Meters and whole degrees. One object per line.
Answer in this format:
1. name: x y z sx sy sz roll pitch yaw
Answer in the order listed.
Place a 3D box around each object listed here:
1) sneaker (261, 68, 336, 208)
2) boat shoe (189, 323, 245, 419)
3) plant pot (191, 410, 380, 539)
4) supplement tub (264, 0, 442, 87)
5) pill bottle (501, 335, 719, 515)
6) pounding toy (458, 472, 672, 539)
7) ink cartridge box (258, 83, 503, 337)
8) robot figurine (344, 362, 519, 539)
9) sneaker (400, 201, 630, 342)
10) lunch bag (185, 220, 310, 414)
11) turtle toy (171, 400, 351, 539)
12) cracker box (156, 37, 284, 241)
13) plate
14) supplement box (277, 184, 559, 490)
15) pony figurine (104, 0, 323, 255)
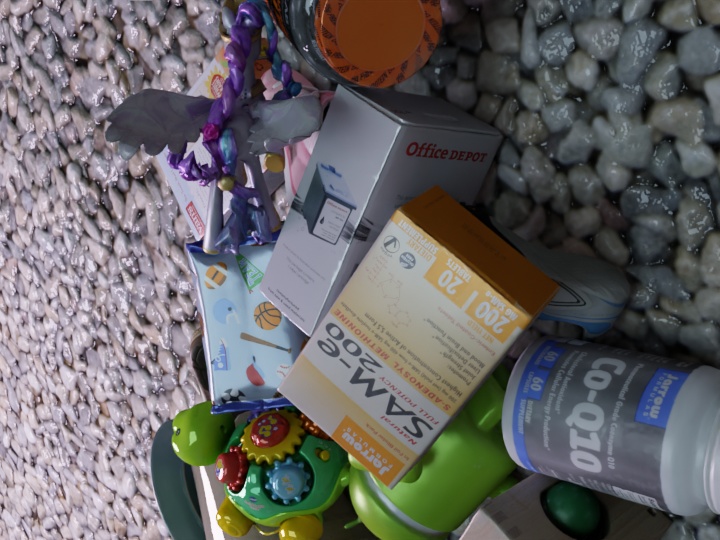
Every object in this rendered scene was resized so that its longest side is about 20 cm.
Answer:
1. sneaker: -0.040 -0.147 0.992 0.105 0.075 0.201 -60 36 41
2. boat shoe: -0.156 0.152 1.262 0.076 0.071 0.201 -121 20 -67
3. plant pot: -0.098 0.259 1.157 0.201 0.200 0.184 -50 56 43
4. supplement tub: -0.010 -0.225 0.863 0.200 0.122 0.123 -122 34 -59
5. pill bottle: 0.220 0.121 0.809 0.199 0.114 0.114 10 110 40
6. pounding toy: 0.163 0.255 0.865 0.142 0.184 0.201 44 131 26
7. ink cartridge box: 0.018 -0.049 0.913 0.086 0.146 0.201 36 114 34
8. robot figurine: 0.069 0.171 0.962 0.200 0.175 0.116 -50 50 18
9. sneaker: 0.118 0.002 0.851 0.199 0.072 0.073 23 118 -3
10. lunch bag: -0.090 0.038 1.057 0.123 0.200 0.171 -5 97 13
11. turtle toy: -0.096 0.182 1.038 0.199 0.146 0.101 6 136 27
12. cracker box: -0.141 -0.138 1.143 0.200 0.058 0.134 -38 75 45
13. plate: -0.177 0.264 1.241 0.025 0.200 0.201 -26 83 17
14. supplement box: 0.040 0.054 0.808 0.126 0.073 0.200 39 122 10
15. pony figurine: -0.106 -0.114 0.873 0.166 0.194 0.201 4 129 4
